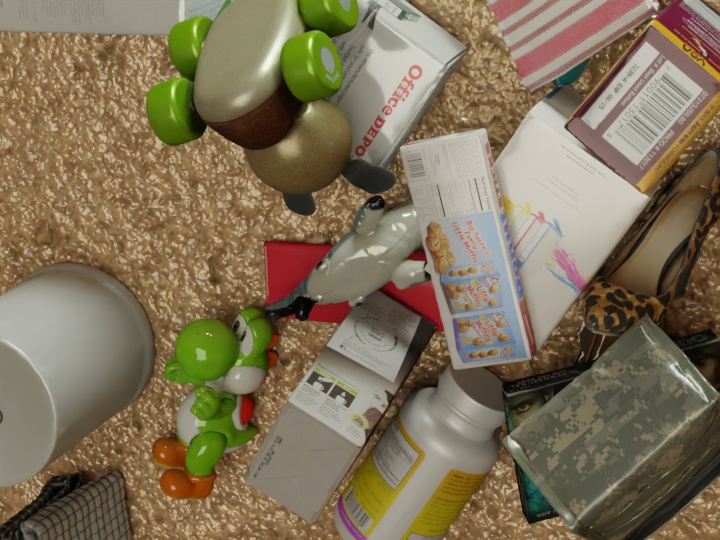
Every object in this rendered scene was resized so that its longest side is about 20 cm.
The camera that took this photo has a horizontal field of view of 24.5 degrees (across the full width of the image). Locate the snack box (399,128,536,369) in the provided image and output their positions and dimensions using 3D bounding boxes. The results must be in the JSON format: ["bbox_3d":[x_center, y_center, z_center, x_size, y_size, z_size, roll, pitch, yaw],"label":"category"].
[{"bbox_3d":[0.092,-0.016,1.399,0.072,0.024,0.200,-9,104,21],"label":"snack box"}]

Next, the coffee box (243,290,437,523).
[{"bbox_3d":[-0.016,0.118,1.512,0.080,0.200,0.113,32,128,3],"label":"coffee box"}]

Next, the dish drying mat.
[{"bbox_3d":[0.004,0.015,1.584,0.200,0.018,0.077,5,108,18],"label":"dish drying mat"}]

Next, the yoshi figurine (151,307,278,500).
[{"bbox_3d":[-0.158,0.121,1.626,0.112,0.112,0.200,31,111,14],"label":"yoshi figurine"}]

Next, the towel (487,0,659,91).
[{"bbox_3d":[0.159,-0.269,1.380,0.146,0.030,0.200,-30,78,43],"label":"towel"}]

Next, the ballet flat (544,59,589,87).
[{"bbox_3d":[0.193,-0.251,1.411,0.072,0.072,0.200,32,113,6],"label":"ballet flat"}]

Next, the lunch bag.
[{"bbox_3d":[0.234,0.150,1.392,0.164,0.200,0.118,-42,61,6],"label":"lunch bag"}]

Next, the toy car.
[{"bbox_3d":[-0.055,-0.130,1.424,0.164,0.158,0.200,-14,132,27],"label":"toy car"}]

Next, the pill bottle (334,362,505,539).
[{"bbox_3d":[0.064,0.183,1.570,0.104,0.104,0.200,35,114,5],"label":"pill bottle"}]

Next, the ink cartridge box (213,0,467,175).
[{"bbox_3d":[-0.027,-0.193,1.489,0.200,0.084,0.146,37,116,4],"label":"ink cartridge box"}]

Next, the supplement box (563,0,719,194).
[{"bbox_3d":[0.248,-0.150,1.347,0.086,0.200,0.110,41,115,3],"label":"supplement box"}]

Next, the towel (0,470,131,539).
[{"bbox_3d":[-0.310,0.321,1.709,0.085,0.166,0.200,1,107,24],"label":"towel"}]

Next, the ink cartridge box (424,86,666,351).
[{"bbox_3d":[0.158,-0.039,1.454,0.125,0.129,0.200,36,116,5],"label":"ink cartridge box"}]

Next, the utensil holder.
[{"bbox_3d":[-0.319,0.102,1.620,0.170,0.200,0.170,6,110,17],"label":"utensil holder"}]

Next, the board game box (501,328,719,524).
[{"bbox_3d":[0.232,0.140,1.486,0.200,0.028,0.135,-15,112,-5],"label":"board game box"}]

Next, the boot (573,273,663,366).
[{"bbox_3d":[0.223,0.107,1.514,0.075,0.074,0.200,17,109,6],"label":"boot"}]

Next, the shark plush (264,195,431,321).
[{"bbox_3d":[0.000,0.000,1.531,0.091,0.083,0.200,41,116,-8],"label":"shark plush"}]

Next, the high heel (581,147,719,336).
[{"bbox_3d":[0.246,-0.026,1.393,0.071,0.200,0.143,25,116,24],"label":"high heel"}]

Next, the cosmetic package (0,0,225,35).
[{"bbox_3d":[-0.233,-0.259,1.530,0.200,0.102,0.074,6,109,18],"label":"cosmetic package"}]
